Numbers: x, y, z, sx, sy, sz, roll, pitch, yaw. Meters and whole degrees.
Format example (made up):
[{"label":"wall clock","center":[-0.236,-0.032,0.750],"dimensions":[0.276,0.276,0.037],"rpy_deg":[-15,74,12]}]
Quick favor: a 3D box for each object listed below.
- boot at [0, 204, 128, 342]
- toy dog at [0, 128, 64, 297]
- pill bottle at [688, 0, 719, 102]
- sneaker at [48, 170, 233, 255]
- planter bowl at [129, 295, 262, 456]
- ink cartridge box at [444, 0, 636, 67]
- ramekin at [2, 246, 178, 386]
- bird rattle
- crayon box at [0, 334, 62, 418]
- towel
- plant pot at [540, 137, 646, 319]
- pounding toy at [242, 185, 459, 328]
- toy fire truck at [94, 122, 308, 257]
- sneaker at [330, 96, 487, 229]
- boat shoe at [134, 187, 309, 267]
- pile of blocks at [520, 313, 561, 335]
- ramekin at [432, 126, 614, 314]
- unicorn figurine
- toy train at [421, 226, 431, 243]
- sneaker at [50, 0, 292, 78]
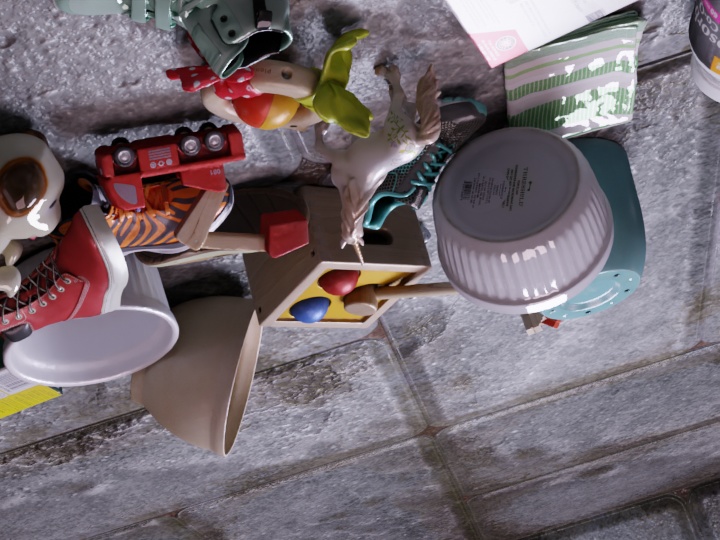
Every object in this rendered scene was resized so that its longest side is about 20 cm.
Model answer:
[{"label":"boot","center":[-0.312,0.011,1.338],"dimensions":[0.144,0.073,0.200],"rpy_deg":[-20,161,-21]},{"label":"toy dog","center":[-0.377,-0.065,1.274],"dimensions":[0.199,0.140,0.195],"rpy_deg":[-17,110,2]},{"label":"pill bottle","center":[0.389,-0.255,1.327],"dimensions":[0.116,0.117,0.200],"rpy_deg":[-14,154,-3]},{"label":"sneaker","center":[-0.236,-0.064,1.393],"dimensions":[0.199,0.078,0.112],"rpy_deg":[-19,155,7]},{"label":"planter bowl","center":[-0.209,0.120,1.679],"dimensions":[0.134,0.201,0.200],"rpy_deg":[12,153,2]},{"label":"ink cartridge box","center":[0.174,-0.282,1.185],"dimensions":[0.199,0.085,0.146],"rpy_deg":[-22,154,16]},{"label":"ramekin","center":[-0.316,0.048,1.549],"dimensions":[0.199,0.098,0.201],"rpy_deg":[-13,155,-6]},{"label":"bird rattle","center":[-0.088,-0.166,1.260],"dimensions":[0.199,0.113,0.163],"rpy_deg":[-2,168,-21]},{"label":"crayon box","center":[-0.499,0.153,1.708],"dimensions":[0.199,0.051,0.127],"rpy_deg":[-21,154,9]},{"label":"towel","center":[0.231,-0.200,1.454],"dimensions":[0.152,0.023,0.200],"rpy_deg":[-15,155,0]},{"label":"plant pot","center":[0.254,-0.038,1.634],"dimensions":[0.199,0.162,0.201],"rpy_deg":[-12,155,-6]},{"label":"pounding toy","center":[0.000,0.000,1.583],"dimensions":[0.199,0.143,0.184],"rpy_deg":[3,149,-33]},{"label":"toy fire truck","center":[-0.159,-0.074,1.355],"dimensions":[0.199,0.049,0.142],"rpy_deg":[-11,110,-12]},{"label":"sneaker","center":[0.061,-0.111,1.454],"dimensions":[0.200,0.092,0.077],"rpy_deg":[-32,151,30]},{"label":"boat shoe","center":[-0.153,-0.046,1.507],"dimensions":[0.199,0.072,0.076],"rpy_deg":[-9,168,4]},{"label":"pile of blocks","center":[0.292,0.041,1.927],"dimensions":[0.082,0.062,0.200],"rpy_deg":[-5,153,-22]},{"label":"ramekin","center":[0.172,-0.063,1.467],"dimensions":[0.199,0.201,0.105],"rpy_deg":[-19,142,6]},{"label":"unicorn figurine","center":[0.009,-0.115,1.362],"dimensions":[0.074,0.138,0.200],"rpy_deg":[3,149,-36]},{"label":"toy train","center":[0.031,0.001,1.726],"dimensions":[0.056,0.042,0.200],"rpy_deg":[-10,155,-35]},{"label":"sneaker","center":[-0.152,-0.212,1.098],"dimensions":[0.199,0.119,0.074],"rpy_deg":[-10,156,-10]}]
